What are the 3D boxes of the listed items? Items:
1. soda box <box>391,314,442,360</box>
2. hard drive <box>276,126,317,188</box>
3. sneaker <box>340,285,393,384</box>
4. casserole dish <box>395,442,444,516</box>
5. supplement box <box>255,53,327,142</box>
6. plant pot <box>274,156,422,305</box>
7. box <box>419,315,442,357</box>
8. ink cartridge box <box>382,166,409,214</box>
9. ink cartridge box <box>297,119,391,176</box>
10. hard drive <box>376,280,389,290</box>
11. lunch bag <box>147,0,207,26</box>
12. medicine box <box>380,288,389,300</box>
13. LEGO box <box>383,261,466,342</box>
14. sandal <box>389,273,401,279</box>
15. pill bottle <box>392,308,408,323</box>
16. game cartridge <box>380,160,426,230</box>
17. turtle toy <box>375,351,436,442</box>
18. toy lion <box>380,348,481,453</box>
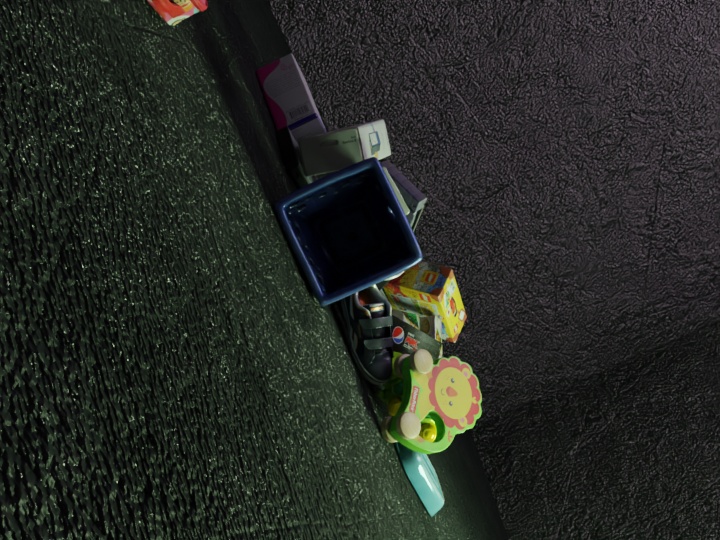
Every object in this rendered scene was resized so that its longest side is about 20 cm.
[{"bbox_3d":[0.078,0.144,1.629,0.199,0.063,0.071,32,67,-39],"label":"soda box"},{"bbox_3d":[-0.127,-0.213,1.824,0.201,0.033,0.140,60,8,-50],"label":"hard drive"},{"bbox_3d":[0.020,0.109,1.492,0.078,0.079,0.202,-8,72,-38],"label":"sneaker"},{"bbox_3d":[0.119,0.395,1.583,0.121,0.038,0.201,-105,170,-58],"label":"casserole dish"},{"bbox_3d":[-0.163,-0.396,1.897,0.103,0.100,0.202,54,13,-65],"label":"supplement box"},{"bbox_3d":[-0.020,-0.064,1.424,0.180,0.198,0.202,85,-19,-89],"label":"plant pot"},{"bbox_3d":[0.152,0.196,1.715,0.039,0.041,0.202,37,48,-53],"label":"box"},{"bbox_3d":[-0.007,-0.117,1.647,0.118,0.199,0.067,60,8,-2],"label":"ink cartridge box"},{"bbox_3d":[-0.032,-0.273,1.777,0.200,0.144,0.088,-35,114,-68],"label":"ink cartridge box"},{"bbox_3d":[0.000,0.000,1.664,0.042,0.135,0.200,40,14,-23],"label":"hard drive"},{"bbox_3d":[-0.282,-0.429,1.066,0.200,0.081,0.178,49,22,-67],"label":"lunch bag"},{"bbox_3d":[0.042,-0.027,1.870,0.182,0.102,0.202,57,42,-55],"label":"medicine box"},{"bbox_3d":[0.145,0.064,1.802,0.078,0.148,0.201,-61,149,-25],"label":"LEGO box"},{"bbox_3d":[-0.009,-0.044,1.556,0.079,0.205,0.060,-39,146,-51],"label":"sandal"},{"bbox_3d":[0.090,0.192,1.765,0.114,0.113,0.201,-105,169,-59],"label":"pill bottle"},{"bbox_3d":[0.064,-0.124,1.695,0.130,0.038,0.201,43,-35,18],"label":"game cartridge"},{"bbox_3d":[0.097,0.243,1.572,0.200,0.101,0.146,41,0,-7],"label":"turtle toy"},{"bbox_3d":[0.145,0.248,1.493,0.191,0.068,0.202,30,57,-24],"label":"toy lion"}]
